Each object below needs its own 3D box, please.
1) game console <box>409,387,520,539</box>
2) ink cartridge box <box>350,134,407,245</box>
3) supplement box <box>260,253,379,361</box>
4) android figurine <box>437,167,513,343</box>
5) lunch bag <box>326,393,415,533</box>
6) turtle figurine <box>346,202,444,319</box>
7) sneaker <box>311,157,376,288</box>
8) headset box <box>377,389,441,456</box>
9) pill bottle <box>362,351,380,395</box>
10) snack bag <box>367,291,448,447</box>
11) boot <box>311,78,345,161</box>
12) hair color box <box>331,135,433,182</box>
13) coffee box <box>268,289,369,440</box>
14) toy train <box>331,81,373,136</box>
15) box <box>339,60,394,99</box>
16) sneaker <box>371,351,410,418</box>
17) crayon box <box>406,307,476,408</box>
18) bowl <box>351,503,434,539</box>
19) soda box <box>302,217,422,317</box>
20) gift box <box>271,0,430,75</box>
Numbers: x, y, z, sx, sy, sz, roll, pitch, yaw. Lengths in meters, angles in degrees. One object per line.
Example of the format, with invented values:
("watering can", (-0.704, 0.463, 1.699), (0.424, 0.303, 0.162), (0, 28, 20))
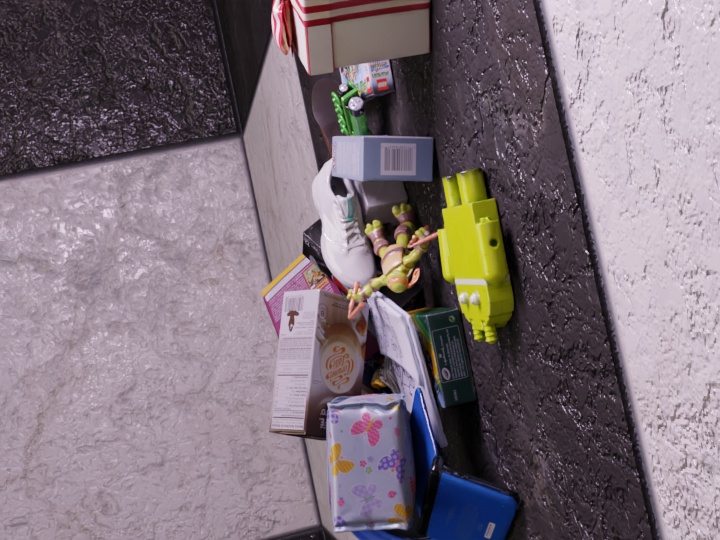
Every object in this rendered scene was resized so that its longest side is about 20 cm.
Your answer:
("game console", (0.129, 0.274, 1.405), (0.201, 0.168, 0.119), (94, -164, -55))
("ink cartridge box", (0.016, -0.109, 1.654), (0.201, 0.066, 0.117), (105, 151, -65))
("supplement box", (-0.064, 0.075, 1.694), (0.103, 0.131, 0.201), (42, -166, -38))
("android figurine", (0.134, -0.015, 1.230), (0.182, 0.040, 0.203), (-173, 74, -78))
("lunch bag", (0.014, 0.255, 1.415), (0.200, 0.125, 0.173), (19, -113, -83))
("turtle figurine", (0.056, -0.023, 1.470), (0.200, 0.064, 0.162), (-45, 27, 28))
("sneaker", (-0.023, -0.073, 1.558), (0.089, 0.074, 0.203), (124, 130, -62))
("headset box", (0.071, 0.302, 1.764), (0.201, 0.076, 0.151), (-118, 19, -51))
("pill bottle", (-0.010, 0.132, 1.768), (0.112, 0.109, 0.202), (100, -175, -62))
("snack bag", (0.062, 0.135, 1.487), (0.188, 0.021, 0.203), (-145, 37, -71))
("boot", (-0.050, -0.223, 1.910), (0.200, 0.063, 0.189), (96, 162, -70))
("hair color box", (0.027, -0.156, 1.451), (0.200, 0.097, 0.062), (-149, 59, -75))
("coffee box", (-0.057, 0.138, 1.503), (0.079, 0.114, 0.203), (-5, 75, 42))
("toy train", (-0.005, -0.219, 1.616), (0.057, 0.041, 0.200), (52, 172, 22))
("box", (0.004, -0.315, 1.592), (0.200, 0.034, 0.112), (-164, 63, -78))
("sneaker", (0.053, 0.151, 1.686), (0.078, 0.081, 0.203), (118, 140, -73))
("crayon box", (0.102, 0.120, 1.491), (0.200, 0.051, 0.128), (170, 88, -79))
("bowl", (0.058, 0.378, 1.666), (0.040, 0.198, 0.203), (-56, -29, -48))
("soda box", (0.000, 0.000, 1.615), (0.200, 0.071, 0.064), (42, 155, 19))
("gift box", (-0.027, -0.360, 1.315), (0.201, 0.184, 0.187), (-121, 23, -57))
